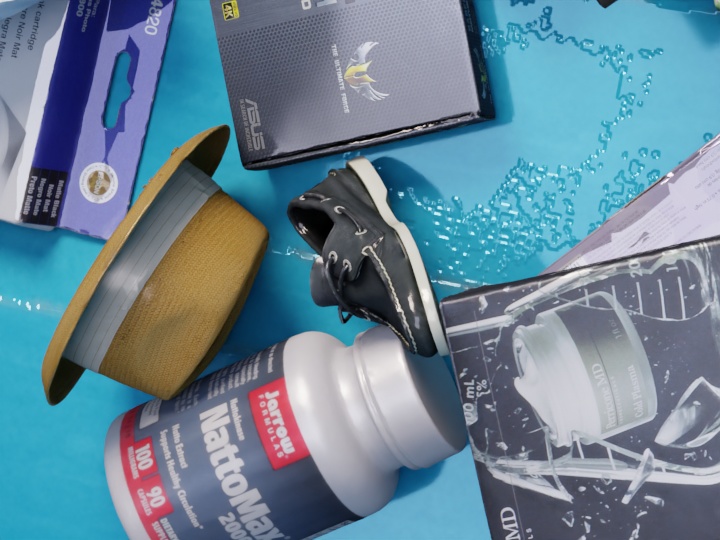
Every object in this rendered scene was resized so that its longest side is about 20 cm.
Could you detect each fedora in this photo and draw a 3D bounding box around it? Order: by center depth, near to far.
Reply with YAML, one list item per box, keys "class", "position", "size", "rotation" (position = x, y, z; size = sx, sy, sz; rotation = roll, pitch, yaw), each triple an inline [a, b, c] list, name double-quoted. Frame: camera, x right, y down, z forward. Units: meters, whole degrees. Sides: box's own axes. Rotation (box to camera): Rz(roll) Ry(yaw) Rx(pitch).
- class: "fedora"
  position: [-0.112, 0.010, 1.397]
  size: [0.082, 0.201, 0.201]
  rotation: [32, 101, 3]

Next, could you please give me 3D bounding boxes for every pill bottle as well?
- class: "pill bottle"
  position: [-0.044, 0.106, 1.410]
  size: [0.200, 0.120, 0.120]
  rotation: [-25, 85, 16]

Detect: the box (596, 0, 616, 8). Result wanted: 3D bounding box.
- class: "box"
  position: [0.182, -0.256, 1.224]
  size: [0.200, 0.149, 0.124]
  rotation: [-37, 95, 23]

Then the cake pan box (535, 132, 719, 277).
- class: "cake pan box"
  position: [0.216, 0.033, 1.368]
  size: [0.200, 0.052, 0.184]
  rotation: [-39, 80, 14]

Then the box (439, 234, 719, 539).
- class: "box"
  position: [0.170, 0.087, 1.297]
  size: [0.196, 0.124, 0.200]
  rotation: [-13, 89, 19]

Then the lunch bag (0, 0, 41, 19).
- class: "lunch bag"
  position: [-0.226, -0.251, 1.415]
  size: [0.169, 0.127, 0.200]
  rotation: [-16, 69, 8]

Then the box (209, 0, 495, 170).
- class: "box"
  position: [-0.013, -0.173, 1.426]
  size: [0.157, 0.051, 0.200]
  rotation: [-11, 90, 15]

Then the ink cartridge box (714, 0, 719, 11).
- class: "ink cartridge box"
  position: [0.283, -0.134, 1.265]
  size: [0.145, 0.200, 0.084]
  rotation: [32, 97, 13]

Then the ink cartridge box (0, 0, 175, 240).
- class: "ink cartridge box"
  position: [-0.230, -0.134, 1.496]
  size: [0.200, 0.041, 0.200]
  rotation: [14, 96, 15]

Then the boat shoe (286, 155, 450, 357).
- class: "boat shoe"
  position: [-0.001, -0.002, 1.359]
  size: [0.066, 0.199, 0.075]
  rotation: [-19, 127, -5]
